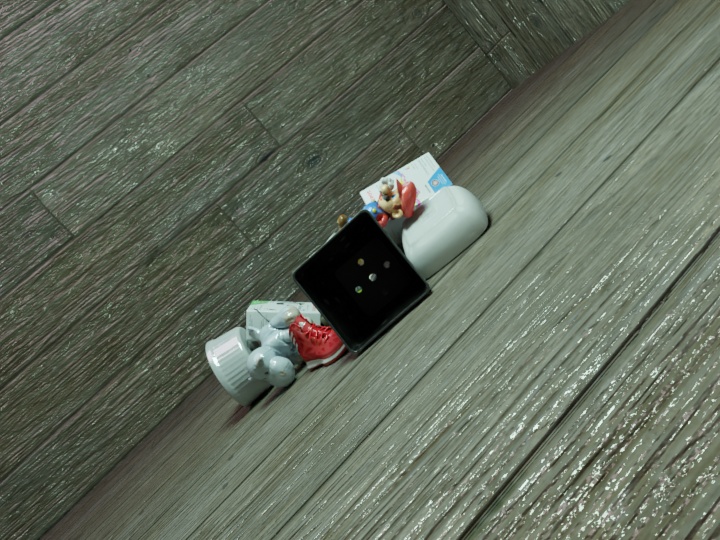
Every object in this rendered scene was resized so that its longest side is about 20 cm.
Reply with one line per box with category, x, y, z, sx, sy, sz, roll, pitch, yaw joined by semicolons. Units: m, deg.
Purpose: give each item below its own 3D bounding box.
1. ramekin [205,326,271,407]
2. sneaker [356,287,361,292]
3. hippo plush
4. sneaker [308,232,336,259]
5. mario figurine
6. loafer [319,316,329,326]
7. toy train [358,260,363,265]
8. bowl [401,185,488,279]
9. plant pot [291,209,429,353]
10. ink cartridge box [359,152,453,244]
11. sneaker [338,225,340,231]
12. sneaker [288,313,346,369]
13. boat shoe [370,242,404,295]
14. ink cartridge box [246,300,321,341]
ramekin;-0.310;0.247;1.619;0.097;0.202;0.201;-34;7;2
sneaker;-0.031;0.052;1.696;0.074;0.081;0.200;-38;7;23
hippo plush;-0.201;0.184;1.468;0.160;0.198;0.161;-64;-2;41
sneaker;-0.105;-0.003;1.654;0.115;0.073;0.201;-41;17;37
mario figurine;0.031;-0.143;1.349;0.198;0.125;0.106;-29;-20;19
loafer;-0.051;0.117;1.500;0.070;0.075;0.200;-56;6;-19
toy train;0.000;0.000;1.550;0.200;0.056;0.150;-49;4;-7
bowl;0.166;-0.095;1.314;0.199;0.075;0.200;-39;23;16
plant pot;0.013;0.017;1.249;0.200;0.200;0.177;-41;-4;10
ink cartridge box;0.115;-0.166;1.458;0.198;0.085;0.145;-31;46;4
sneaker;-0.026;-0.077;1.578;0.200;0.070;0.077;-176;107;-79
sneaker;-0.096;0.144;1.338;0.199;0.116;0.078;-35;9;47
boat shoe;0.085;-0.003;1.432;0.064;0.072;0.200;18;55;44
ink cartridge box;-0.201;0.136;1.657;0.197;0.085;0.146;2;8;-4
